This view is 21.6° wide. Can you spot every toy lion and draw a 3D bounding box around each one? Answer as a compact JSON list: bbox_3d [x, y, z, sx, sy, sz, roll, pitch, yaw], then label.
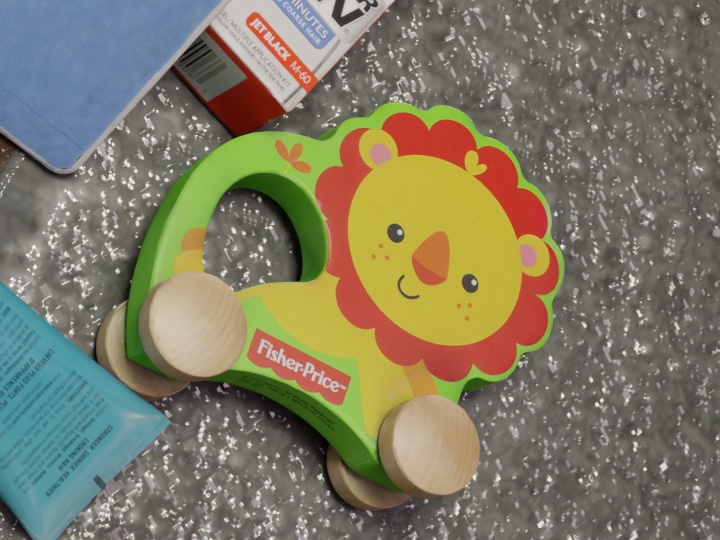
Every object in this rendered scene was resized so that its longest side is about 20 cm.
[{"bbox_3d":[0.000,0.000,0.881,0.200,0.069,0.192,28,64,-21],"label":"toy lion"}]

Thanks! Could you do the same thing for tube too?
[{"bbox_3d":[-0.174,0.024,0.792,0.077,0.050,0.200,-45,107,-7],"label":"tube"}]

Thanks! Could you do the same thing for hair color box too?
[{"bbox_3d":[-0.020,-0.172,0.890,0.111,0.064,0.200,46,64,-13],"label":"hair color box"}]

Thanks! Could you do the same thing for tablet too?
[{"bbox_3d":[-0.163,-0.141,0.792,0.200,0.130,0.014,38,25,-18],"label":"tablet"}]
